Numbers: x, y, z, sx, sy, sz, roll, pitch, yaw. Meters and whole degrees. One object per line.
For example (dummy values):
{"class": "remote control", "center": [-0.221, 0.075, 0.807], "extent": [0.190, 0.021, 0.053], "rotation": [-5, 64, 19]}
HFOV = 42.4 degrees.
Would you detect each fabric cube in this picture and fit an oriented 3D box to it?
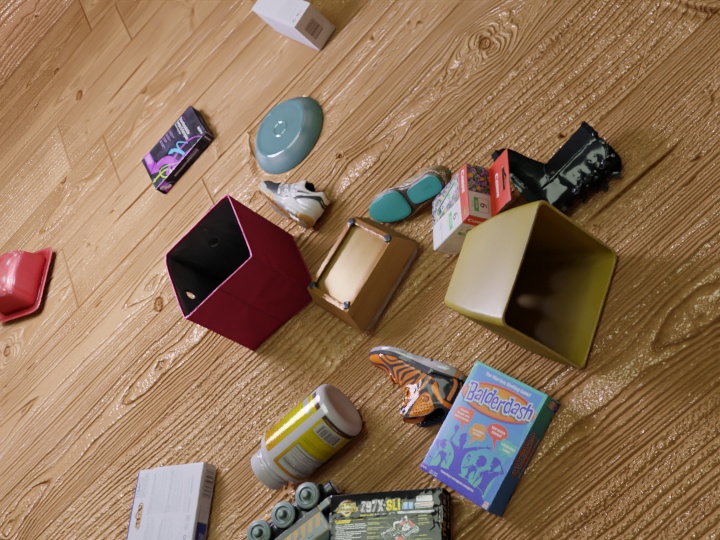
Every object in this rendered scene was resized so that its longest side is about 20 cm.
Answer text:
{"class": "fabric cube", "center": [-0.244, 0.008, 1.883], "extent": [0.200, 0.199, 0.196], "rotation": [-41, 47, 15]}

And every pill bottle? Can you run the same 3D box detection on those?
{"class": "pill bottle", "center": [-0.101, 0.303, 1.661], "extent": [0.200, 0.109, 0.109], "rotation": [-42, 47, 15]}

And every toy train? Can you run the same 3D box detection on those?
{"class": "toy train", "center": [-0.105, 0.452, 1.594], "extent": [0.200, 0.085, 0.114], "rotation": [-38, 59, -1]}

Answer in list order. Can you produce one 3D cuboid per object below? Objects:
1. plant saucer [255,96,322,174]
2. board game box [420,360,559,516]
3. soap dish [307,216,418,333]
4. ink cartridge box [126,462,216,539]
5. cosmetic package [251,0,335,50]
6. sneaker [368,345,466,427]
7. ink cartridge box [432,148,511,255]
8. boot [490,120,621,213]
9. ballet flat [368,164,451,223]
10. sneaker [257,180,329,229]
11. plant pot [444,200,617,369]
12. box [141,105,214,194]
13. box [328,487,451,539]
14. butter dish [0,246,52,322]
{"class": "plant saucer", "center": [-0.174, -0.317, 2.117], "extent": [0.200, 0.036, 0.200], "rotation": [-19, 56, 32]}
{"class": "board game box", "center": [0.202, 0.262, 1.469], "extent": [0.152, 0.045, 0.200], "rotation": [23, 83, 45]}
{"class": "soap dish", "center": [0.000, 0.000, 1.761], "extent": [0.157, 0.081, 0.200], "rotation": [29, 87, 46]}
{"class": "ink cartridge box", "center": [-0.380, 0.489, 1.847], "extent": [0.200, 0.041, 0.200], "rotation": [-13, 59, 36]}
{"class": "cosmetic package", "center": [-0.160, -0.602, 2.216], "extent": [0.200, 0.101, 0.071], "rotation": [35, 91, 45]}
{"class": "sneaker", "center": [0.078, 0.199, 1.586], "extent": [0.200, 0.078, 0.112], "rotation": [12, 75, 44]}
{"class": "ink cartridge box", "center": [0.191, -0.122, 1.622], "extent": [0.200, 0.050, 0.109], "rotation": [130, 146, -55]}
{"class": "boot", "center": [0.334, -0.186, 1.582], "extent": [0.162, 0.073, 0.198], "rotation": [-45, 53, 15]}
{"class": "ballet flat", "center": [0.100, -0.146, 1.770], "extent": [0.200, 0.071, 0.065], "rotation": [-21, 15, 43]}
{"class": "sneaker", "center": [-0.139, -0.156, 1.986], "extent": [0.088, 0.076, 0.200], "rotation": [-47, 47, -11]}
{"class": "plant pot", "center": [0.253, 0.022, 1.466], "extent": [0.176, 0.200, 0.200], "rotation": [3, 69, 54]}
{"class": "box", "center": [-0.466, -0.309, 2.364], "extent": [0.200, 0.036, 0.143], "rotation": [-45, 46, 10]}
{"class": "box", "center": [0.045, 0.435, 1.478], "extent": [0.200, 0.049, 0.160], "rotation": [-11, 58, 22]}
{"class": "butter dish", "center": [-0.958, 0.020, 2.525], "extent": [0.200, 0.148, 0.200], "rotation": [-15, 59, 34]}
